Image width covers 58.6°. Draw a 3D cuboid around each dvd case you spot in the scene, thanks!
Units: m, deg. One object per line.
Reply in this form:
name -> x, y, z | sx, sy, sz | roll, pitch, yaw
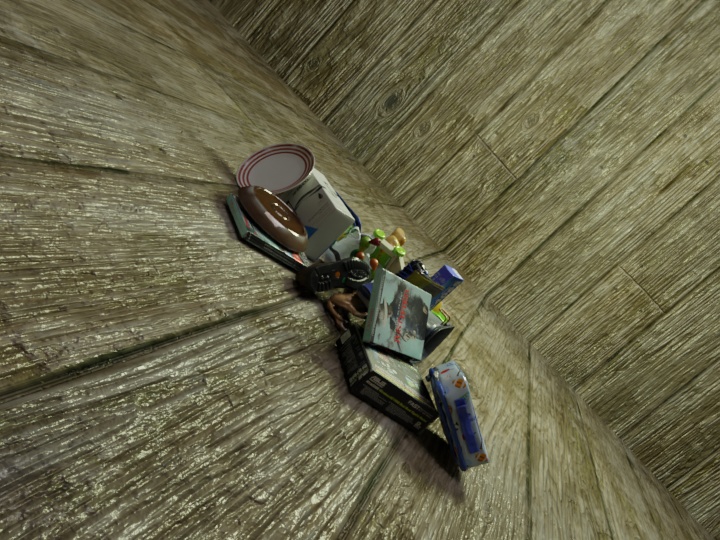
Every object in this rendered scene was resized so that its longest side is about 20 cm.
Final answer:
dvd case -> -0.197, -0.077, 1.402 | 0.200, 0.022, 0.146 | 34, 18, -44
dvd case -> 0.078, 0.093, 1.288 | 0.022, 0.147, 0.200 | 1, -17, 37

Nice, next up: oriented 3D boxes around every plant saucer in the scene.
plant saucer -> -0.186, -0.122, 1.424 | 0.200, 0.032, 0.200 | 41, 14, -13

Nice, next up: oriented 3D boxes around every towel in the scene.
towel -> 0.088, 0.085, 1.401 | 0.023, 0.200, 0.144 | 50, 7, 31

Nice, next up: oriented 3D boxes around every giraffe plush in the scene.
giraffe plush -> 0.103, 0.005, 1.802 | 0.162, 0.173, 0.200 | 42, -19, 5

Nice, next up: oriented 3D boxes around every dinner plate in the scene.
dinner plate -> -0.207, -0.245, 1.580 | 0.200, 0.199, 0.024 | 58, -10, 42

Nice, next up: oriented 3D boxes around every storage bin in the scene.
storage bin -> 0.134, 0.130, 1.568 | 0.134, 0.146, 0.200 | 45, 13, 15

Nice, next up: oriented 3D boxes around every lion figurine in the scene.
lion figurine -> -0.023, 0.074, 1.417 | 0.122, 0.073, 0.200 | 43, 16, 20

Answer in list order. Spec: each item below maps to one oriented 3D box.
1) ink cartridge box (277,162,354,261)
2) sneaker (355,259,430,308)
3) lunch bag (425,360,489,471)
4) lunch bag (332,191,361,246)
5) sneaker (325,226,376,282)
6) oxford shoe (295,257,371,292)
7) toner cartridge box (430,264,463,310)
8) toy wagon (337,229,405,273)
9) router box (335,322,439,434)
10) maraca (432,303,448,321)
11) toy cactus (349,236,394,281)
ink cartridge box -> -0.125, -0.148, 1.584 | 0.084, 0.146, 0.200 | 29, 20, -49
sneaker -> 0.088, 0.028, 1.428 | 0.199, 0.115, 0.081 | 2, 38, -46
lunch bag -> 0.190, 0.282, 1.267 | 0.160, 0.075, 0.201 | -96, 168, -80
lunch bag -> -0.087, -0.144, 1.760 | 0.170, 0.127, 0.200 | 51, 1, 38
sneaker -> 0.017, -0.017, 1.618 | 0.200, 0.115, 0.075 | 41, 15, -15
oxford shoe -> -0.058, 0.006, 1.405 | 0.199, 0.073, 0.084 | 0, 3, -44
toner cartridge box -> 0.185, 0.073, 1.754 | 0.043, 0.200, 0.095 | 52, 16, 24
toy wagon -> 0.024, -0.037, 1.680 | 0.200, 0.155, 0.040 | 41, 32, 9
router box -> 0.051, 0.211, 1.252 | 0.200, 0.062, 0.150 | 38, 15, -30
maraca -> 0.195, 0.094, 1.919 | 0.200, 0.107, 0.137 | 43, 17, -13
toy cactus -> 0.000, 0.000, 1.540 | 0.102, 0.164, 0.201 | -58, 146, -41
